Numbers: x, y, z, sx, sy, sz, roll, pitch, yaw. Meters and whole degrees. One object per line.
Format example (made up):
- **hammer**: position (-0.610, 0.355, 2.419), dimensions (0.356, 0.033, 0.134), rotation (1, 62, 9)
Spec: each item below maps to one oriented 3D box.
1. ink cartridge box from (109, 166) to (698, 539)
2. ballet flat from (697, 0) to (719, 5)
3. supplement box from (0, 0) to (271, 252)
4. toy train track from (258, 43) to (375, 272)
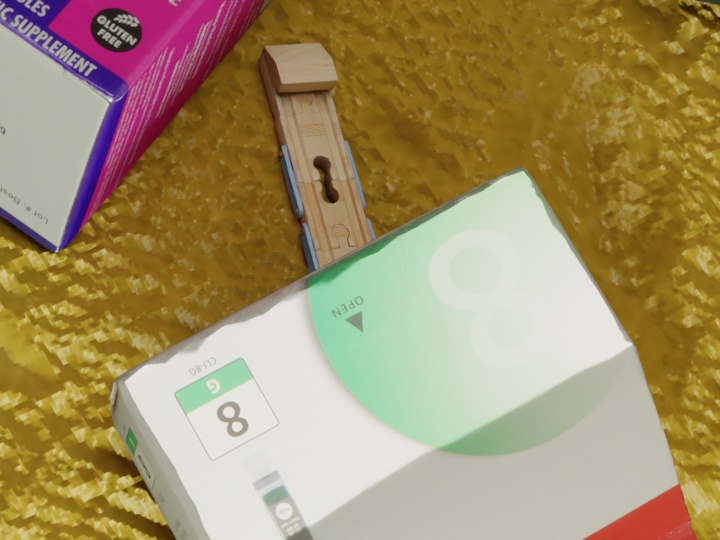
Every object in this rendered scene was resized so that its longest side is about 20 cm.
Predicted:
- **ink cartridge box**: position (0.033, 0.088, 0.777), dimensions (0.160, 0.050, 0.201), rotation (-27, 76, -16)
- **ballet flat**: position (0.093, -0.168, 0.956), dimensions (0.199, 0.067, 0.057), rotation (29, 58, -2)
- **supplement box**: position (-0.084, -0.124, 0.849), dimensions (0.101, 0.104, 0.200), rotation (34, 55, 3)
- **toy train track**: position (0.000, 0.000, 0.850), dimensions (0.114, 0.033, 0.201), rotation (-5, 63, -22)
